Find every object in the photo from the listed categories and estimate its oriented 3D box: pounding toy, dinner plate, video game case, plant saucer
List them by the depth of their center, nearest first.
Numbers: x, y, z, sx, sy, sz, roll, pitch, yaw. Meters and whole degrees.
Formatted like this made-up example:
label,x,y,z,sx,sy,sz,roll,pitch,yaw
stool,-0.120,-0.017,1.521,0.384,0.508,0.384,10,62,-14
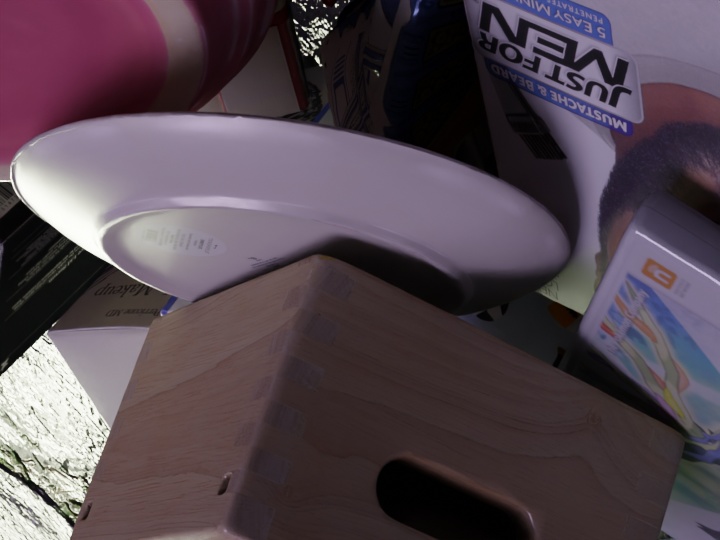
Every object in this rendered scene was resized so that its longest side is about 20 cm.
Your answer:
label,x,y,z,sx,sy,sz,roll,pitch,yaw
plant saucer,-0.126,-0.092,0.750,0.200,0.051,0.201,-1,148,-1
video game case,0.154,0.069,0.780,0.182,0.022,0.200,33,157,9
dinner plate,-0.026,-0.010,0.787,0.200,0.024,0.200,8,162,3
pounding toy,0.020,0.108,0.801,0.200,0.142,0.184,27,160,-20

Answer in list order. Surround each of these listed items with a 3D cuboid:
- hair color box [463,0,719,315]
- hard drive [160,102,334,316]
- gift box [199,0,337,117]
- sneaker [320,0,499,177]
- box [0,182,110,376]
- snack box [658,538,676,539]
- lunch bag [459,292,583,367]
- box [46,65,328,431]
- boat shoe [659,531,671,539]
label,x,y,z,sx,sy,sz,roll,pitch,yaw
hair color box,0.100,-0.057,0.748,0.111,0.064,0.200,26,151,31
hard drive,0.000,0.000,0.971,0.025,0.200,0.132,4,134,37
gift box,-0.110,-0.156,0.852,0.200,0.186,0.185,77,180,-63
sneaker,0.016,-0.080,0.828,0.088,0.075,0.200,51,156,26
box,-0.131,-0.062,1.044,0.079,0.200,0.141,37,150,12
snack box,0.163,0.154,0.951,0.200,0.068,0.169,-7,163,3
lunch bag,0.119,0.019,0.905,0.200,0.076,0.161,16,110,35
box,-0.045,-0.011,1.009,0.082,0.200,0.068,-5,126,42
boat shoe,0.157,0.110,1.031,0.199,0.074,0.066,134,133,-64
